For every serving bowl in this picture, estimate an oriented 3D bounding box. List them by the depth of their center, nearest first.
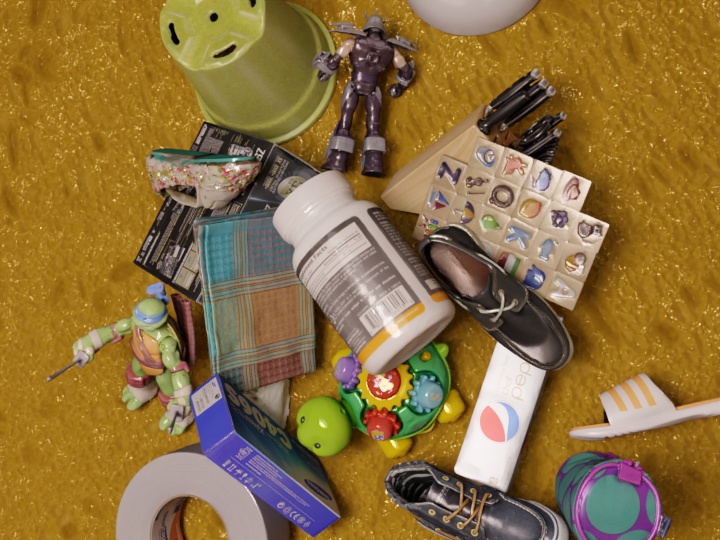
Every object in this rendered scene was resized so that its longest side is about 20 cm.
[{"bbox_3d":[0.138,-0.397,1.078,0.198,0.066,0.202,-3,79,14],"label":"serving bowl"}]

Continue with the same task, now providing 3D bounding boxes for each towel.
[{"bbox_3d":[-0.111,0.032,0.982,0.022,0.146,0.202,10,108,51],"label":"towel"}]

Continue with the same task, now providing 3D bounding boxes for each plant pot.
[{"bbox_3d":[-0.147,-0.274,1.067,0.198,0.184,0.203,-3,80,14],"label":"plant pot"}]

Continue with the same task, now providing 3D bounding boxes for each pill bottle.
[{"bbox_3d":[0.000,0.000,0.926,0.116,0.116,0.201,-38,76,5],"label":"pill bottle"}]

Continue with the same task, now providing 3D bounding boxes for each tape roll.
[{"bbox_3d":[-0.184,0.306,1.022,0.198,0.066,0.203,1,92,20],"label":"tape roll"}]

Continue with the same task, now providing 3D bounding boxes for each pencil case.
[{"bbox_3d":[0.244,0.228,0.875,0.085,0.200,0.093,33,86,10],"label":"pencil case"}]

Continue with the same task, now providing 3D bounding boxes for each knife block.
[{"bbox_3d":[0.126,-0.145,0.989,0.198,0.064,0.177,11,125,16],"label":"knife block"}]

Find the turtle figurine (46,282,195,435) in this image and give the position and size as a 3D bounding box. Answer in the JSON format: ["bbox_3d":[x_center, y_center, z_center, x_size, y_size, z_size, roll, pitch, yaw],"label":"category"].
[{"bbox_3d":[-0.262,0.132,1.010,0.142,0.195,0.201,1,54,-2],"label":"turtle figurine"}]

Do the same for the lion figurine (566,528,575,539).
[{"bbox_3d":[0.178,0.366,0.906,0.201,0.072,0.123,-58,37,38],"label":"lion figurine"}]

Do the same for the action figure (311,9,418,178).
[{"bbox_3d":[0.001,-0.218,1.067,0.129,0.069,0.202,9,94,-8],"label":"action figure"}]

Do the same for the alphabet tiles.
[{"bbox_3d":[0.158,-0.043,0.947,0.199,0.006,0.168,26,108,21],"label":"alphabet tiles"}]

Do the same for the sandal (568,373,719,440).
[{"bbox_3d":[0.320,0.138,0.942,0.205,0.079,0.060,-13,76,3],"label":"sandal"}]

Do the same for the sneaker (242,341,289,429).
[{"bbox_3d":[-0.122,0.129,1.049,0.076,0.080,0.202,10,85,14],"label":"sneaker"}]

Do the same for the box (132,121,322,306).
[{"bbox_3d":[-0.162,-0.061,1.052,0.163,0.086,0.201,22,85,46],"label":"box"}]

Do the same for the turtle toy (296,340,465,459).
[{"bbox_3d":[0.017,0.142,0.999,0.199,0.101,0.146,-35,74,6],"label":"turtle toy"}]

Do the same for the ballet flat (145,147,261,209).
[{"bbox_3d":[-0.174,-0.102,0.987,0.199,0.075,0.065,13,109,49],"label":"ballet flat"}]

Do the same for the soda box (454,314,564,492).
[{"bbox_3d":[0.168,0.141,0.978,0.063,0.068,0.202,18,85,16],"label":"soda box"}]

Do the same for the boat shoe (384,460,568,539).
[{"bbox_3d":[0.113,0.253,0.914,0.199,0.091,0.071,-1,57,47],"label":"boat shoe"}]

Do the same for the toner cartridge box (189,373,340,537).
[{"bbox_3d":[-0.103,0.205,0.960,0.043,0.200,0.095,-36,38,6],"label":"toner cartridge box"}]

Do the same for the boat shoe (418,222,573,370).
[{"bbox_3d":[0.140,0.033,0.927,0.200,0.068,0.072,46,111,11],"label":"boat shoe"}]
